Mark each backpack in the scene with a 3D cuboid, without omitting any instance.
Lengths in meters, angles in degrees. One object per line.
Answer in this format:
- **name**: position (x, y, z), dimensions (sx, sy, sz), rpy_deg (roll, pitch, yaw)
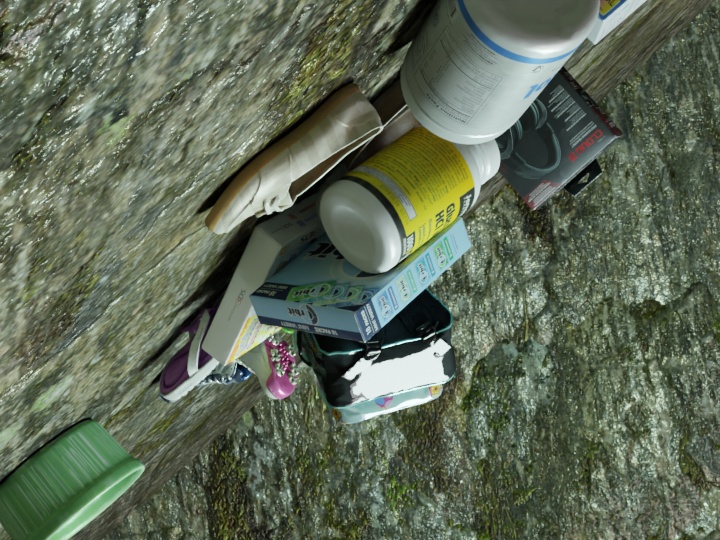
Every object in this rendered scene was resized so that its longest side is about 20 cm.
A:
- **backpack**: position (0.007, 0.076, 1.776), dimensions (0.175, 0.200, 0.154), rpy_deg (-16, 131, -15)

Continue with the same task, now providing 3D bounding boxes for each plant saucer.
- **plant saucer**: position (0.053, -0.183, 1.651), dimensions (0.200, 0.035, 0.200), rpy_deg (-39, 175, -4)

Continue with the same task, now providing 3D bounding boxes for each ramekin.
- **ramekin**: position (-0.395, 0.289, 1.986), dimensions (0.200, 0.098, 0.200), rpy_deg (-40, 174, -5)

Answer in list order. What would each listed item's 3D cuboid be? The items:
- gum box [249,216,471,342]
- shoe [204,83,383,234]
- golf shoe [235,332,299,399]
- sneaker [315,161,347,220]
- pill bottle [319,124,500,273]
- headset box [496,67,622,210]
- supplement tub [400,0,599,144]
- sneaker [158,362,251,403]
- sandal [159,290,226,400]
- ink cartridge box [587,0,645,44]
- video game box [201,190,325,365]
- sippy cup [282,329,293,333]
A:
- **gum box**: position (0.000, 0.000, 1.702), dimensions (0.170, 0.045, 0.200), rpy_deg (8, -141, 44)
- **shoe**: position (-0.064, -0.097, 1.433), dimensions (0.200, 0.053, 0.070), rpy_deg (-41, 174, 1)
- **golf shoe**: position (-0.138, 0.101, 1.924), dimensions (0.091, 0.200, 0.075), rpy_deg (-33, 131, 12)
- **sneaker**: position (0.034, -0.105, 1.777), dimensions (0.200, 0.077, 0.082), rpy_deg (-39, 146, -19)
- **pill bottle**: position (0.060, -0.092, 1.660), dimensions (0.200, 0.112, 0.112), rpy_deg (-37, 173, -30)
- **headset box**: position (0.235, -0.188, 1.962), dimensions (0.149, 0.200, 0.077), rpy_deg (-41, 174, 18)
- **supplement tub**: position (0.126, -0.217, 1.392), dimensions (0.132, 0.132, 0.200), rpy_deg (-38, 173, -26)
- **sneaker**: position (-0.204, 0.134, 2.122), dimensions (0.200, 0.085, 0.077), rpy_deg (-42, 174, 17)
- **sandal**: position (-0.211, 0.094, 1.917), dimensions (0.050, 0.083, 0.203), rpy_deg (20, 122, -31)
- **ink cartridge box**: position (0.345, -0.381, 1.838), dimensions (0.200, 0.076, 0.136), rpy_deg (-39, 175, 1)
- **video game box**: position (-0.095, 0.002, 1.813), dimensions (0.182, 0.047, 0.200), rpy_deg (-30, 154, -50)
- **sippy cup**: position (-0.042, 0.010, 2.010), dimensions (0.140, 0.130, 0.178), rpy_deg (-36, 173, -32)
